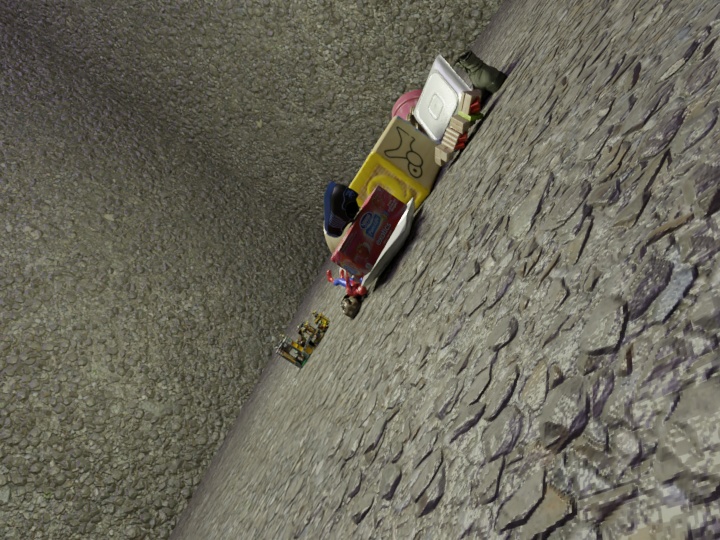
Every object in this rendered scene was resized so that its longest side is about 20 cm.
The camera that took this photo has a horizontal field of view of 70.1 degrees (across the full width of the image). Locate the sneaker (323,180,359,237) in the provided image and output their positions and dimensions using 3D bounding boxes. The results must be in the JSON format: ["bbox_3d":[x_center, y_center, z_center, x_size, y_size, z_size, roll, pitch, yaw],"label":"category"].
[{"bbox_3d":[-0.043,-0.134,1.252,0.201,0.077,0.071,89,-154,-63],"label":"sneaker"}]

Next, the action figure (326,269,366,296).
[{"bbox_3d":[-0.032,0.010,1.397,0.200,0.064,0.101,-147,55,-61],"label":"action figure"}]

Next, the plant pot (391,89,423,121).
[{"bbox_3d":[0.208,-0.503,1.814,0.201,0.197,0.181,-51,25,41],"label":"plant pot"}]

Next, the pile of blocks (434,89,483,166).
[{"bbox_3d":[0.258,-0.345,1.275,0.062,0.081,0.202,44,118,40],"label":"pile of blocks"}]

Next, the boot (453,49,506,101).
[{"bbox_3d":[0.306,-0.527,1.378,0.068,0.130,0.200,-55,7,2],"label":"boot"}]

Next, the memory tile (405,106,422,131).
[{"bbox_3d":[0.177,-0.400,1.618,0.017,0.202,0.154,-3,39,27],"label":"memory tile"}]

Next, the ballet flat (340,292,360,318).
[{"bbox_3d":[-0.034,0.085,1.402,0.068,0.046,0.200,-56,7,6],"label":"ballet flat"}]

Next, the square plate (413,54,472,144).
[{"bbox_3d":[0.225,-0.468,1.459,0.200,0.028,0.201,62,146,32],"label":"square plate"}]

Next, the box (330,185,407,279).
[{"bbox_3d":[0.020,-0.092,1.258,0.202,0.095,0.100,-60,7,-18],"label":"box"}]

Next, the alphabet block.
[{"bbox_3d":[0.102,-0.275,1.460,0.197,0.194,0.201,-52,7,49],"label":"alphabet block"}]

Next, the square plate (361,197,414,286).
[{"bbox_3d":[0.078,-0.070,1.318,0.199,0.028,0.201,-54,7,31],"label":"square plate"}]

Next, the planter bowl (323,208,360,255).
[{"bbox_3d":[-0.012,-0.124,1.710,0.133,0.202,0.201,-21,25,28],"label":"planter bowl"}]

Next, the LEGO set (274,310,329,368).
[{"bbox_3d":[-0.200,0.215,1.708,0.201,0.115,0.154,-53,8,30],"label":"LEGO set"}]

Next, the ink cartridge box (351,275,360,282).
[{"bbox_3d":[0.000,0.000,1.541,0.200,0.050,0.163,-46,13,47],"label":"ink cartridge box"}]

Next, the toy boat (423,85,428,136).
[{"bbox_3d":[0.259,-0.488,1.603,0.132,0.128,0.202,-83,-16,-49],"label":"toy boat"}]

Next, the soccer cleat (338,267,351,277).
[{"bbox_3d":[-0.012,-0.057,1.856,0.086,0.069,0.202,-26,35,58],"label":"soccer cleat"}]
